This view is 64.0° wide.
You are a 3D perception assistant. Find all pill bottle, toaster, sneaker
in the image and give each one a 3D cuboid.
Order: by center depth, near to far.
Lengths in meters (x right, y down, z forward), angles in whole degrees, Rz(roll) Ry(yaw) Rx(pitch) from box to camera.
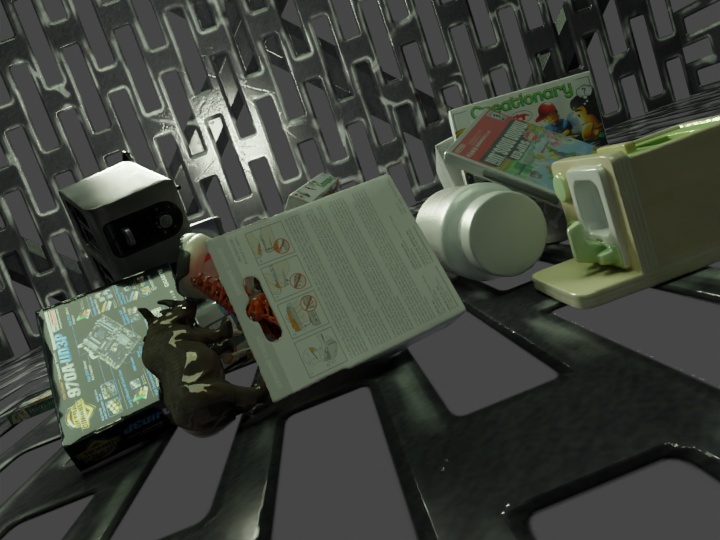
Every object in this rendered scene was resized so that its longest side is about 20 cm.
[{"bbox_3d":[-0.136,0.003,0.655,0.091,0.072,0.200,1,-9,6],"label":"sneaker"},{"bbox_3d":[0.141,-0.047,0.699,0.113,0.116,0.200,-21,8,-6],"label":"pill bottle"},{"bbox_3d":[-0.312,-0.047,0.799,0.118,0.184,0.199,-30,34,-29],"label":"toaster"}]

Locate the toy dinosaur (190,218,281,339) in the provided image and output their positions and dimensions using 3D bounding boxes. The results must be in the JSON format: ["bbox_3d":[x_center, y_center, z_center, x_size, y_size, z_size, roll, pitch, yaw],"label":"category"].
[{"bbox_3d":[-0.069,0.023,0.590,0.101,0.138,0.199,-16,-24,24],"label":"toy dinosaur"}]

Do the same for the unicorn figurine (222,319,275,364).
[{"bbox_3d":[-0.112,0.074,0.743,0.136,0.075,0.198,-14,17,-37],"label":"unicorn figurine"}]

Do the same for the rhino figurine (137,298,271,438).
[{"bbox_3d":[-0.164,0.081,0.558,0.086,0.061,0.200,-22,43,-27],"label":"rhino figurine"}]

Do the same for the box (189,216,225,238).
[{"bbox_3d":[-0.302,0.036,0.981,0.197,0.201,0.123,-22,8,-6],"label":"box"}]

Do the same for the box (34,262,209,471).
[{"bbox_3d":[-0.252,0.090,0.627,0.157,0.047,0.200,-23,48,-21],"label":"box"}]

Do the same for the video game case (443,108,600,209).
[{"bbox_3d":[0.219,-0.137,0.713,0.198,0.018,0.143,26,46,18],"label":"video game case"}]

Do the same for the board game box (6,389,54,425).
[{"bbox_3d":[-0.483,0.200,0.986,0.197,0.024,0.105,-22,6,-4],"label":"board game box"}]

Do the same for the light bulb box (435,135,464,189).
[{"bbox_3d":[0.233,-0.171,0.935,0.196,0.127,0.200,-26,-5,7],"label":"light bulb box"}]

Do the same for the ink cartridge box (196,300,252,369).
[{"bbox_3d":[-0.227,0.094,0.801,0.144,0.089,0.199,-16,8,34],"label":"ink cartridge box"}]

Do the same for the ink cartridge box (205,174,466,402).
[{"bbox_3d":[-0.023,0.013,0.541,0.197,0.163,0.050,-23,-17,-18],"label":"ink cartridge box"}]

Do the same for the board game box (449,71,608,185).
[{"bbox_3d":[0.235,-0.186,0.808,0.196,0.129,0.035,-14,-5,8],"label":"board game box"}]

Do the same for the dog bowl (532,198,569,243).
[{"bbox_3d":[0.314,-0.098,0.810,0.197,0.060,0.200,-21,7,3],"label":"dog bowl"}]

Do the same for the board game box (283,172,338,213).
[{"bbox_3d":[-0.084,-0.068,0.865,0.034,0.128,0.200,20,20,2],"label":"board game box"}]

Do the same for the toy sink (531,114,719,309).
[{"bbox_3d":[0.250,-0.061,0.518,0.197,0.114,0.130,-20,7,1],"label":"toy sink"}]
